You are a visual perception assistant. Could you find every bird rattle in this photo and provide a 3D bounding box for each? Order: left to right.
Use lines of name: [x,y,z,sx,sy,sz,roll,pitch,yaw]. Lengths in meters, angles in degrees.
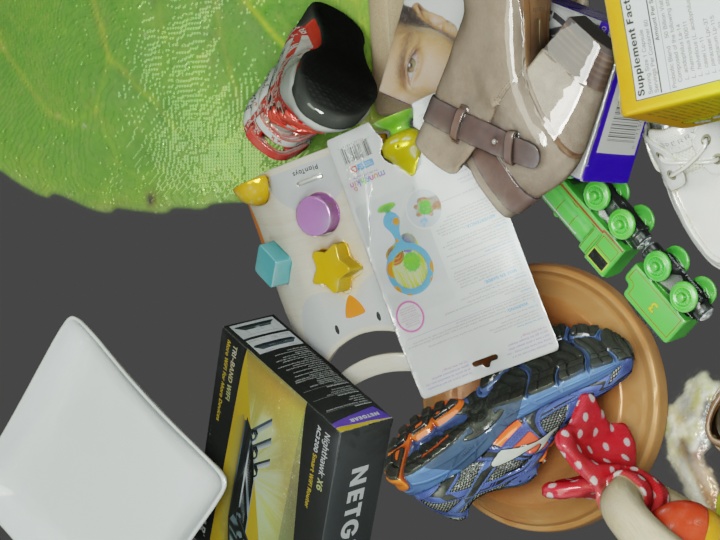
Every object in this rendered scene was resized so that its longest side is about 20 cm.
bird rattle: [0.216,0.171,1.439,0.200,0.163,0.113,40,99,-10]

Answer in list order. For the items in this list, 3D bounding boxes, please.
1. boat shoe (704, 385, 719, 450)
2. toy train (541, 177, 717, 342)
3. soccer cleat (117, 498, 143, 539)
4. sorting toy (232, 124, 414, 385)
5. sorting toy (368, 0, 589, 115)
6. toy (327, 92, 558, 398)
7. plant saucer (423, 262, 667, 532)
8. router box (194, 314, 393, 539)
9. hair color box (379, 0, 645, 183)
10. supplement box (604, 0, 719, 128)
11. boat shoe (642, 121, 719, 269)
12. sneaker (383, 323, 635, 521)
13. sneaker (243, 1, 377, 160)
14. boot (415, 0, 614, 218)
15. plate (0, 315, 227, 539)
boat shoe: [0.314,0.061,1.444,0.200,0.072,0.076,-49,68,21]
toy train: [0.182,-0.031,1.543,0.200,0.042,0.056,51,124,20]
soccer cleat: [-0.188,0.138,1.750,0.083,0.065,0.201,-29,76,16]
sorting toy: [0.000,0.000,1.611,0.199,0.107,0.182,-19,82,29]
sorting toy: [0.089,-0.219,1.604,0.199,0.036,0.187,-5,87,35]
toy: [0.064,-0.023,1.531,0.115,0.047,0.201,-22,92,27]
plant saucer: [0.130,0.095,1.574,0.199,0.037,0.202,0,89,30]
router box: [-0.055,0.160,1.616,0.157,0.052,0.201,37,129,41]
hair color box: [0.114,-0.146,1.515,0.199,0.065,0.110,27,107,39]
supplement box: [0.268,-0.167,1.356,0.199,0.109,0.110,-12,82,31]
boat shoe: [0.231,-0.093,1.496,0.070,0.069,0.201,-25,78,26]
sneaker: [0.114,0.109,1.528,0.199,0.079,0.076,-33,30,14]
sneaker: [-0.042,-0.120,1.604,0.067,0.202,0.108,27,114,-14]
boot: [0.084,-0.142,1.454,0.200,0.070,0.147,50,119,28]
plate: [-0.206,0.171,1.703,0.199,0.032,0.201,43,117,21]
